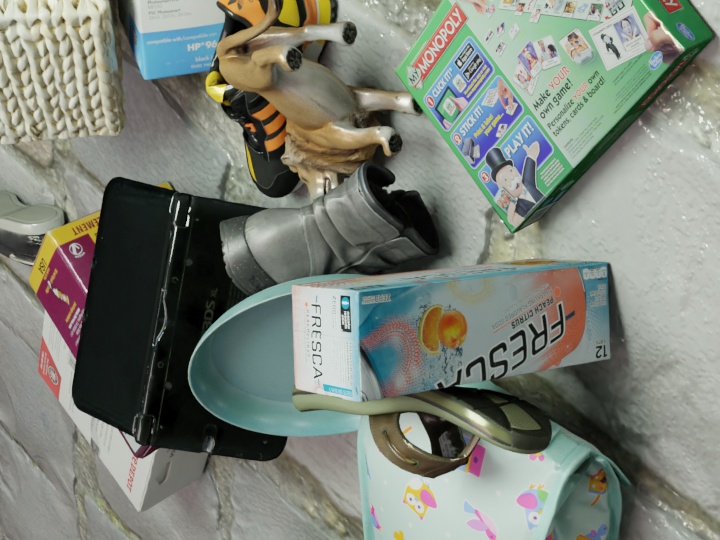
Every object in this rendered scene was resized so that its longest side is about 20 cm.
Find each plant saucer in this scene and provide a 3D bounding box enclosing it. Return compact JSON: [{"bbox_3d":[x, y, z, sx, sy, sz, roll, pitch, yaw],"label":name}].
[{"bbox_3d":[-0.024,0.060,0.996,0.200,0.200,0.027,113,155,-49],"label":"plant saucer"}]

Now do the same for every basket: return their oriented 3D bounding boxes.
[{"bbox_3d":[-0.267,-0.220,1.045,0.200,0.161,0.198,100,164,-66],"label":"basket"}]

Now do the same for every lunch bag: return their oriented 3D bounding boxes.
[{"bbox_3d":[0.088,0.151,0.943,0.170,0.122,0.200,34,139,38],"label":"lunch bag"}]

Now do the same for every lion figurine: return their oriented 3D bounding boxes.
[{"bbox_3d":[-0.040,-0.120,0.924,0.122,0.073,0.200,6,152,40],"label":"lion figurine"}]

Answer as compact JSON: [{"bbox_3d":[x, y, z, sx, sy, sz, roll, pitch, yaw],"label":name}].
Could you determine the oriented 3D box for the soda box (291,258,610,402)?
[{"bbox_3d":[0.058,0.032,0.825,0.068,0.200,0.064,4,99,53],"label":"soda box"}]

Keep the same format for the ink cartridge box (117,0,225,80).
[{"bbox_3d":[-0.141,-0.254,0.992,0.116,0.068,0.200,-119,23,-50],"label":"ink cartridge box"}]

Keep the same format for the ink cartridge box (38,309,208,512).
[{"bbox_3d":[-0.236,0.121,1.399,0.200,0.083,0.147,50,145,21],"label":"ink cartridge box"}]

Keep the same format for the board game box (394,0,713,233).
[{"bbox_3d":[0.104,-0.126,0.813,0.135,0.029,0.200,56,146,12],"label":"board game box"}]

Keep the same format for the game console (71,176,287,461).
[{"bbox_3d":[-0.136,0.037,1.123,0.116,0.176,0.200,-142,61,-79],"label":"game console"}]

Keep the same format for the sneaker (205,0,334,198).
[{"bbox_3d":[-0.079,-0.129,1.005,0.070,0.090,0.200,41,141,30],"label":"sneaker"}]

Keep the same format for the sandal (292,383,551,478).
[{"bbox_3d":[0.037,0.098,0.856,0.201,0.080,0.057,1,83,48],"label":"sandal"}]

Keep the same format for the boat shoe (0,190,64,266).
[{"bbox_3d":[-0.384,-0.046,1.502,0.200,0.074,0.060,13,118,40],"label":"boat shoe"}]

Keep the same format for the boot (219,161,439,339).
[{"bbox_3d":[0.000,0.000,0.989,0.132,0.200,0.070,-19,65,17],"label":"boot"}]

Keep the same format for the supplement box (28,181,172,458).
[{"bbox_3d":[-0.186,0.043,1.234,0.200,0.131,0.103,55,146,10],"label":"supplement box"}]
